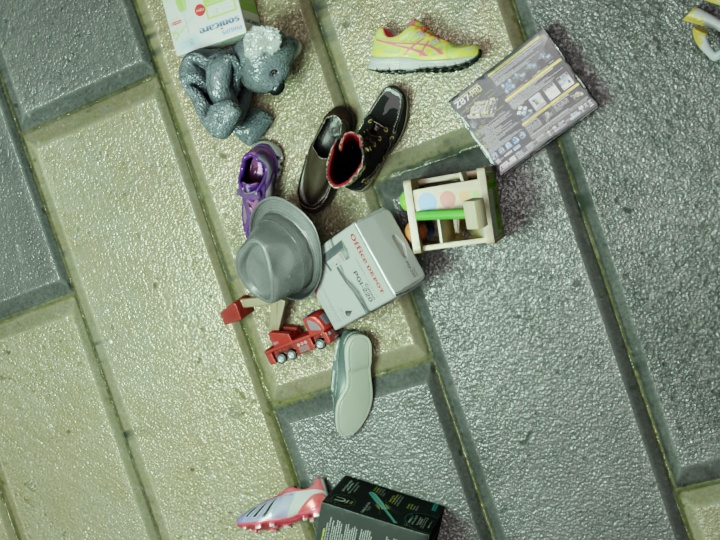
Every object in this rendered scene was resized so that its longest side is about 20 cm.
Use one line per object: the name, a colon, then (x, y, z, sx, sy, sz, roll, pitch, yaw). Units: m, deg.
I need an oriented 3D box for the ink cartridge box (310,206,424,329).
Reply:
ink cartridge box: (0.000, 0.000, 1.632, 0.200, 0.085, 0.146, -32, 86, 49)

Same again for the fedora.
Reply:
fedora: (-0.155, -0.020, 1.645, 0.177, 0.090, 0.201, 38, 139, 20)

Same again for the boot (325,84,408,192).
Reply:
boot: (0.011, -0.224, 1.613, 0.073, 0.151, 0.201, 32, 105, 10)

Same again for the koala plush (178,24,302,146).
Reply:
koala plush: (-0.198, -0.351, 1.650, 0.200, 0.177, 0.184, -36, 82, 17)

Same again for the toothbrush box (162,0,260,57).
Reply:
toothbrush box: (-0.277, -0.500, 1.700, 0.145, 0.086, 0.201, -13, 94, 18)

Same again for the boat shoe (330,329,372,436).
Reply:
boat shoe: (-0.021, 0.204, 1.735, 0.062, 0.072, 0.201, 29, 118, 55)

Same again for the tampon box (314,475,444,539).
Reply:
tampon box: (0.031, 0.476, 1.695, 0.199, 0.150, 0.127, 14, 100, 15)

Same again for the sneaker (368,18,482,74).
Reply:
sneaker: (0.108, -0.383, 1.605, 0.199, 0.078, 0.091, 3, 95, 17)

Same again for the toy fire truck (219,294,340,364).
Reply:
toy fire truck: (-0.148, 0.096, 1.742, 0.199, 0.049, 0.142, -22, 97, 28)

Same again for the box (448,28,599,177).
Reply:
box: (0.272, -0.279, 1.584, 0.200, 0.049, 0.162, -37, 87, 17)

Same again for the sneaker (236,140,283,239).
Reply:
sneaker: (-0.189, -0.134, 1.717, 0.080, 0.088, 0.202, 4, 100, 14)

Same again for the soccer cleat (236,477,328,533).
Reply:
soccer cleat: (-0.147, 0.450, 1.798, 0.199, 0.067, 0.077, -18, 60, 23)

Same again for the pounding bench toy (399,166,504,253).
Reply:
pounding bench toy: (0.142, -0.098, 1.565, 0.155, 0.200, 0.125, -7, 95, 16)

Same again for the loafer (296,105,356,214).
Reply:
loafer: (-0.072, -0.198, 1.683, 0.073, 0.071, 0.201, 20, 102, 13)

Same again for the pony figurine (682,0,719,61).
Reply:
pony figurine: (0.615, -0.367, 1.434, 0.200, 0.166, 0.193, 45, 138, 4)
